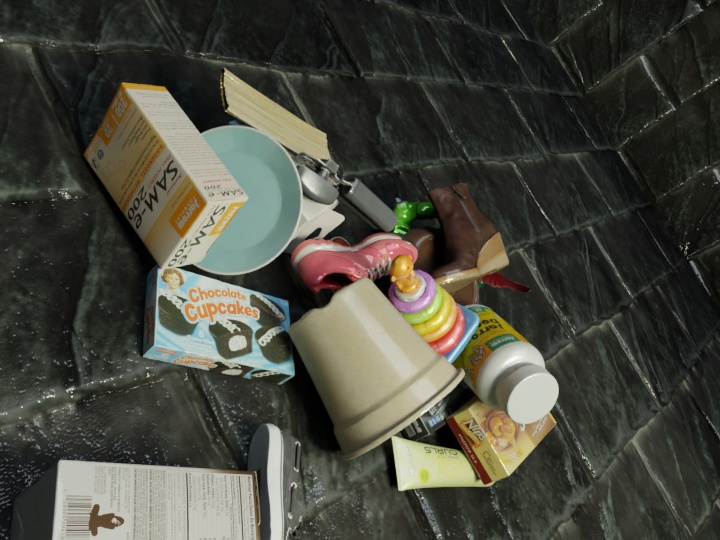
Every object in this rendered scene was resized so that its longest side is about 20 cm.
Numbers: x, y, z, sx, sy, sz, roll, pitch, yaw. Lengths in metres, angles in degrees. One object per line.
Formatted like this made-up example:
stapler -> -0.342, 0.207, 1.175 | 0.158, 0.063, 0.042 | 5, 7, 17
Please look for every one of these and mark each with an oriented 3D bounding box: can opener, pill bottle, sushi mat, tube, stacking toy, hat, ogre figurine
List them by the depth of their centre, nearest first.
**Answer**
sushi mat -> -0.117, -0.211, 0.946 | 0.200, 0.012, 0.096 | 26, 39, -41
stacking toy -> 0.081, 0.044, 0.948 | 0.116, 0.110, 0.200 | -51, 139, -16
can opener -> -0.025, -0.101, 0.954 | 0.200, 0.053, 0.067 | 37, 76, -42
tube -> 0.126, 0.298, 1.003 | 0.199, 0.052, 0.058 | 17, 12, -35
pill bottle -> 0.207, 0.141, 1.006 | 0.113, 0.113, 0.200 | 29, 10, -29
ogre figurine -> 0.094, -0.047, 1.188 | 0.119, 0.201, 0.098 | 22, 5, -19
hat -> 0.231, -0.026, 1.263 | 0.165, 0.176, 0.201 | -21, 78, -52

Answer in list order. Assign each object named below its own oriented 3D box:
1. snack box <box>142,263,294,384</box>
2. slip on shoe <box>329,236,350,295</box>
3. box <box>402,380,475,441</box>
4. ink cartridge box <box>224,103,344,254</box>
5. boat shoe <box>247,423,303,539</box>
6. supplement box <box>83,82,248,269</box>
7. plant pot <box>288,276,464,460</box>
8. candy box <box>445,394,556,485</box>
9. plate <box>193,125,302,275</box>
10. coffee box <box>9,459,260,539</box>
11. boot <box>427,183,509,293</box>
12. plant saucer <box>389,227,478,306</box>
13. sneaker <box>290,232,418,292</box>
snack box -> -0.179, 0.072, 0.858 | 0.199, 0.037, 0.117 | 19, 48, -37
slip on shoe -> -0.011, 0.030, 1.056 | 0.074, 0.061, 0.201 | 13, 51, -39
box -> 0.112, 0.171, 1.084 | 0.200, 0.050, 0.158 | -13, 71, -51
ink cartridge box -> -0.129, -0.119, 0.987 | 0.200, 0.128, 0.125 | 51, 35, -2
boat shoe -> -0.096, 0.277, 0.768 | 0.066, 0.070, 0.201 | 26, 37, -30
supplement box -> -0.249, -0.119, 0.835 | 0.200, 0.126, 0.073 | 51, 31, 14
plant pot -> 0.006, 0.118, 0.889 | 0.184, 0.200, 0.200 | 55, 37, 4
candy box -> 0.231, 0.243, 1.068 | 0.200, 0.055, 0.116 | -20, 77, -52
plate -> -0.172, -0.094, 0.893 | 0.201, 0.200, 0.026 | 58, 6, 7
coffee box -> -0.209, 0.241, 0.630 | 0.199, 0.114, 0.080 | 19, 48, -39
boot -> 0.149, -0.056, 1.105 | 0.199, 0.072, 0.167 | -19, 75, -40
plant saucer -> 0.134, 0.020, 1.118 | 0.200, 0.034, 0.201 | 15, 65, -35
sneaker -> 0.000, 0.000, 0.992 | 0.199, 0.074, 0.087 | -6, 43, -18
